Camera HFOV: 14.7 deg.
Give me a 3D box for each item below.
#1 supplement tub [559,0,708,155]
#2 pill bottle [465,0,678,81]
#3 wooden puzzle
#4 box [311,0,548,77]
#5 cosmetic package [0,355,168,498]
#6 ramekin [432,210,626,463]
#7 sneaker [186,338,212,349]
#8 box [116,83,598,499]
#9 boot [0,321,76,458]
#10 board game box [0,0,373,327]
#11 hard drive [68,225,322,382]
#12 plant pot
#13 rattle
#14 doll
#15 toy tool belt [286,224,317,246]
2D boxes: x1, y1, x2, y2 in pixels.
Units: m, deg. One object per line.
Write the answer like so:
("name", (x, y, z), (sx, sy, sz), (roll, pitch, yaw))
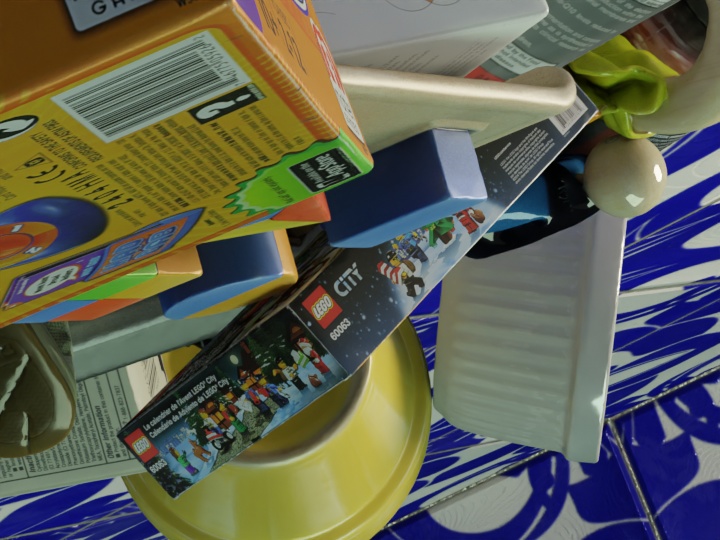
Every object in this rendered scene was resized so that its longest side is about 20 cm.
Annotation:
("supplement tub", (0.130, -0.108, 1.386), (0.107, 0.107, 0.200), (-12, 166, -42))
("pill bottle", (0.101, -0.157, 1.067), (0.200, 0.116, 0.116), (-28, 168, 31))
("wooden puzzle", (-0.039, -0.021, 0.974), (0.185, 0.046, 0.200), (-23, 173, 32))
("box", (-0.055, -0.110, 0.962), (0.200, 0.125, 0.097), (-13, 168, -35))
("cosmetic package", (-0.203, 0.054, 1.375), (0.199, 0.104, 0.087), (-10, -156, 5))
("ramekin", (0.105, 0.013, 1.700), (0.105, 0.201, 0.200), (6, 170, 5))
("sneaker", (-0.099, 0.000, 1.431), (0.199, 0.091, 0.076), (-6, 143, -17))
("box", (0.000, 0.000, 1.140), (0.137, 0.038, 0.200), (-36, -173, 48))
("boot", (-0.170, -0.041, 1.164), (0.072, 0.200, 0.155), (-18, -150, 12))
("board game box", (-0.136, -0.093, 0.688), (0.199, 0.200, 0.200), (-23, 169, 5))
("hard drive", (-0.127, -0.009, 1.305), (0.199, 0.140, 0.033), (-19, 135, -16))
("plant pot", (-0.055, 0.068, 1.636), (0.200, 0.201, 0.189), (-21, 168, -5))
("rattle", (0.121, -0.135, 1.217), (0.142, 0.131, 0.200), (0, 156, -32))
("doll", (0.059, -0.030, 1.349), (0.199, 0.049, 0.136), (-8, 180, 35))
("toy tool belt", (-0.027, -0.077, 1.199), (0.200, 0.125, 0.123), (-12, 174, -44))
